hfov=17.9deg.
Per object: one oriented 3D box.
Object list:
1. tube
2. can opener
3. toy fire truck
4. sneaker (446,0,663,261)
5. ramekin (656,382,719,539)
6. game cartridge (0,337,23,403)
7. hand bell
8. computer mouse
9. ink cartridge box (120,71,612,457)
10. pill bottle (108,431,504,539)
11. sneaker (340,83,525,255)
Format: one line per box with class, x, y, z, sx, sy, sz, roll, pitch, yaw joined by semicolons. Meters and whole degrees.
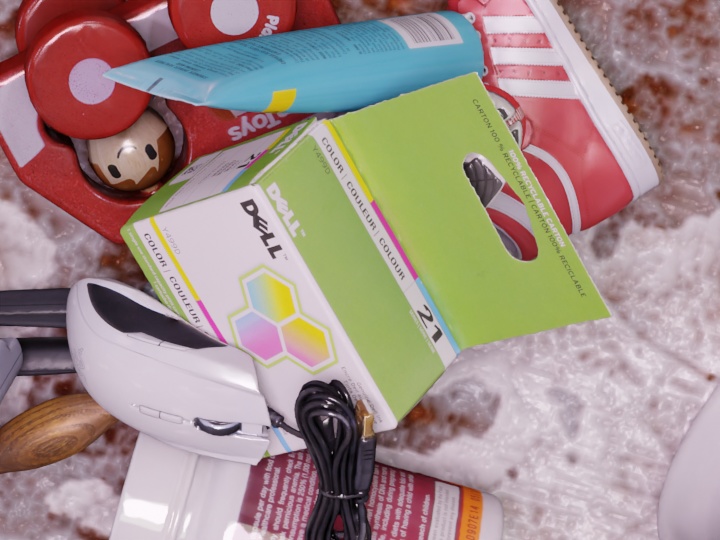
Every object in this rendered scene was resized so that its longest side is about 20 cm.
tube;-0.026;-0.100;1.148;0.200;0.077;0.050;-9;105;-40
can opener;-0.140;0.035;1.251;0.200;0.079;0.064;7;100;7
toy fire truck;-0.092;-0.091;1.231;0.200;0.112;0.168;-27;113;-2
sneaker;0.066;-0.100;1.247;0.112;0.071;0.200;-35;95;-4
ramekin;0.258;0.098;1.203;0.098;0.200;0.201;39;91;-10
game cartridge;-0.287;0.082;1.193;0.200;0.133;0.042;-7;118;12
hand bell;-0.217;0.110;1.218;0.200;0.104;0.104;-23;93;5
computer mouse;-0.080;0.070;1.158;0.200;0.110;0.044;26;47;24
ink cartridge box;0.000;0.000;1.133;0.076;0.200;0.148;-45;111;-43
pill bottle;-0.032;0.150;1.232;0.200;0.114;0.114;16;92;-3
sneaker;0.019;-0.048;1.202;0.077;0.085;0.200;48;134;-5
